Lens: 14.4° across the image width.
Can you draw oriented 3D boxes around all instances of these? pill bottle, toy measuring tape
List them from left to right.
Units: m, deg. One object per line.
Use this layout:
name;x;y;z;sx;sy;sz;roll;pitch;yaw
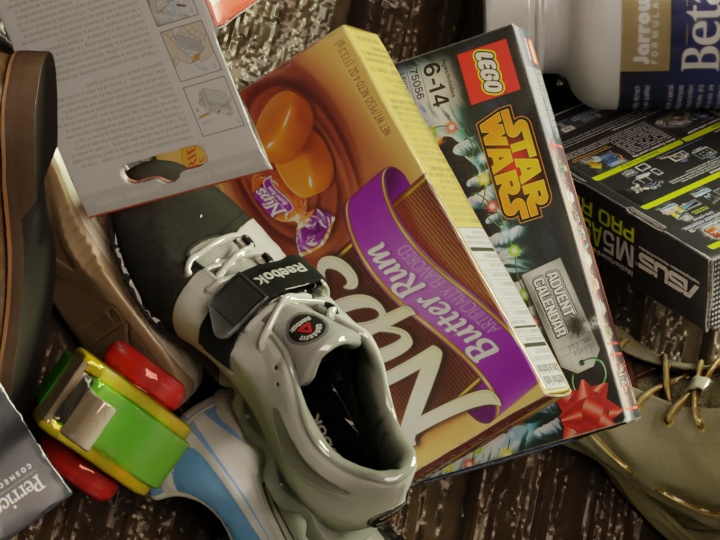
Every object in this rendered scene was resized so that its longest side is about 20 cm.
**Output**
toy measuring tape;-0.105;0.071;1.256;0.073;0.200;0.074;0;93;-10
pill bottle;0.162;-0.138;1.462;0.198;0.111;0.112;-1;77;2

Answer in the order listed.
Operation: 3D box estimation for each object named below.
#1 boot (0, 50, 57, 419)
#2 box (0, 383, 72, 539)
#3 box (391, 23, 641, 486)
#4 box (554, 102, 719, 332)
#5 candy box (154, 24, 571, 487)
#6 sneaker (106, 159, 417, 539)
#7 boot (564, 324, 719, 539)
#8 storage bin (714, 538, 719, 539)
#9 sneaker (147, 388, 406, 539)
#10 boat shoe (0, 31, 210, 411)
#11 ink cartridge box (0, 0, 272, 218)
boot;-0.177;-0.007;1.281;0.075;0.074;0.201;4;115;2
box;-0.262;0.079;1.219;0.200;0.104;0.183;-34;94;-30
box;0.043;-0.004;1.392;0.040;0.136;0.201;2;71;-74
box;0.197;-0.052;1.471;0.199;0.160;0.045;-23;129;-31
candy box;0.000;0.000;1.355;0.201;0.116;0.056;62;15;9
sneaker;-0.036;0.024;1.284;0.074;0.089;0.200;-34;85;-29
boot;0.158;0.059;1.419;0.200;0.154;0.072;42;62;-15
storage bin;0.166;0.234;1.363;0.094;0.197;0.201;0;76;-64
sneaker;-0.024;0.140;1.363;0.072;0.072;0.200;-39;111;12
boat shoe;-0.127;-0.029;1.341;0.065;0.072;0.201;-38;96;-40
ink cartridge box;-0.107;-0.133;1.263;0.050;0.108;0.201;-44;117;-55
